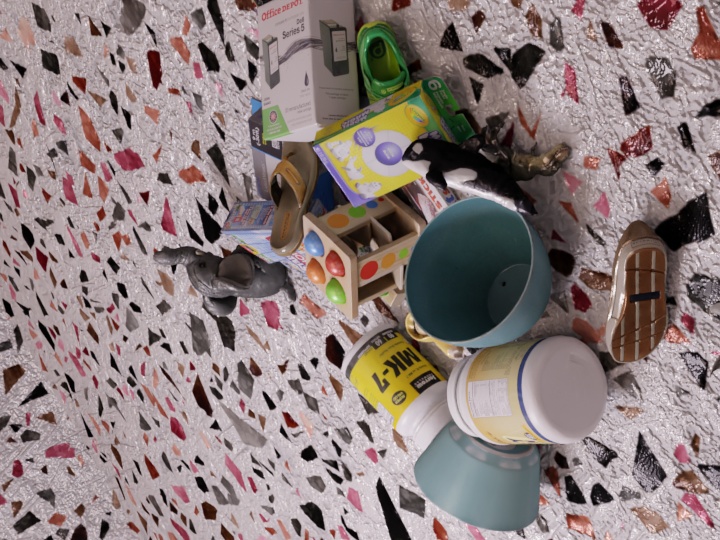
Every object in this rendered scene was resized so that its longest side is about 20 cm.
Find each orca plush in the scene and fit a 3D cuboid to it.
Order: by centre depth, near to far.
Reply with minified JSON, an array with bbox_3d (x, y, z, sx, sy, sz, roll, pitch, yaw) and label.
[{"bbox_3d":[0.143,-0.137,1.534,0.200,0.105,0.072,34,120,41],"label":"orca plush"}]

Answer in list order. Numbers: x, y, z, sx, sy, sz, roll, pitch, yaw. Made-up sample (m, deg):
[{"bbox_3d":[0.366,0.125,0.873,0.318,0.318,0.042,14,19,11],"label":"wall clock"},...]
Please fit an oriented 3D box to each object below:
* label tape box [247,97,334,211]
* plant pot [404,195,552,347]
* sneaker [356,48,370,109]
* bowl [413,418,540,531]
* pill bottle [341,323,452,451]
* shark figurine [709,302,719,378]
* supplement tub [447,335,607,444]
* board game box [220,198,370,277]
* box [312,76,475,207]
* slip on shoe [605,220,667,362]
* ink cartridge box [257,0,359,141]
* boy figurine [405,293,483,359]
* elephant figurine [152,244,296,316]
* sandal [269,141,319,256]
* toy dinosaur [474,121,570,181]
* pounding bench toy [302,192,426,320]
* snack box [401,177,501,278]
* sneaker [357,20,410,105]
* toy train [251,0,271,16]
[{"bbox_3d":[-0.134,-0.184,1.959,0.199,0.063,0.145,27,133,41],"label":"label tape box"},{"bbox_3d":[0.178,0.017,1.598,0.199,0.134,0.202,-16,63,35],"label":"plant pot"},{"bbox_3d":[0.007,-0.217,1.732,0.078,0.079,0.201,10,120,51],"label":"sneaker"},{"bbox_3d":[0.188,0.284,1.781,0.200,0.200,0.106,34,118,35],"label":"bowl"},{"bbox_3d":[0.073,0.191,1.910,0.200,0.114,0.115,44,143,23],"label":"pill bottle"},{"bbox_3d":[0.443,0.124,1.388,0.128,0.089,0.216,18,126,48],"label":"shark figurine"},{"bbox_3d":[0.227,0.169,1.658,0.200,0.144,0.145,-14,103,56],"label":"supplement tub"},{"bbox_3d":[-0.091,-0.048,1.913,0.199,0.062,0.199,34,157,-25],"label":"board game box"},{"bbox_3d":[0.049,-0.175,1.626,0.199,0.049,0.118,-25,120,22],"label":"box"},{"bbox_3d":[0.340,0.028,1.483,0.061,0.075,0.201,-95,-3,-50],"label":"slip on shoe"},{"bbox_3d":[-0.076,-0.296,1.718,0.145,0.084,0.202,-7,86,54],"label":"ink cartridge box"},{"bbox_3d":[0.128,0.069,1.770,0.200,0.064,0.125,173,91,-68],"label":"boy figurine"},{"bbox_3d":[-0.241,0.010,2.122,0.155,0.199,0.142,26,133,41],"label":"elephant figurine"},{"bbox_3d":[-0.111,-0.123,1.806,0.080,0.054,0.202,-1,74,45],"label":"sandal"},{"bbox_3d":[0.187,-0.149,1.570,0.088,0.047,0.200,59,151,-9],"label":"toy dinosaur"},{"bbox_3d":[0.000,0.000,1.813,0.124,0.155,0.201,43,148,38],"label":"pounding bench toy"},{"bbox_3d":[0.128,-0.068,1.724,0.201,0.024,0.072,56,149,7],"label":"snack box"},{"bbox_3d":[0.039,-0.244,1.650,0.084,0.074,0.201,-79,-32,-76],"label":"sneaker"},{"bbox_3d":[-0.143,-0.404,1.839,0.201,0.034,0.046,57,159,5],"label":"toy train"}]
